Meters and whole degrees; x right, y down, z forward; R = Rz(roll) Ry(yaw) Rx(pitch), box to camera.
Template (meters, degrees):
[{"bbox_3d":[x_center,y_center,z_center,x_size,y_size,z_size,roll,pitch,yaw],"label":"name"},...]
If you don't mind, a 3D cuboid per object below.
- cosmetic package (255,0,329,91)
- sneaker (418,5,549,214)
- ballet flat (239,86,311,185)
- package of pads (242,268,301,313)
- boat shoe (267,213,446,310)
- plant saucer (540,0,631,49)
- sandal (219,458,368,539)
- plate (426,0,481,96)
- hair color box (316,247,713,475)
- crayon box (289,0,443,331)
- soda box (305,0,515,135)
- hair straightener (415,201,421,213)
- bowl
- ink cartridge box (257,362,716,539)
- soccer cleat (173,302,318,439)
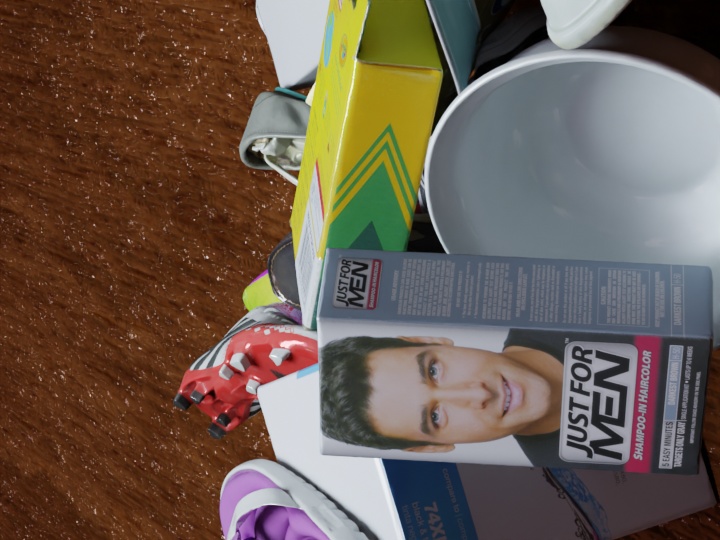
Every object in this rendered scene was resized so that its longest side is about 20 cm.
[{"bbox_3d":[0.001,-0.196,1.659,0.200,0.081,0.113,-27,77,66],"label":"cosmetic package"},{"bbox_3d":[0.098,-0.049,1.527,0.115,0.075,0.200,63,149,33],"label":"sneaker"},{"bbox_3d":[0.005,-0.068,1.664,0.200,0.064,0.067,15,162,38],"label":"ballet flat"},{"bbox_3d":[0.013,0.068,1.727,0.200,0.068,0.154,58,155,1],"label":"package of pads"},{"bbox_3d":[0.000,0.000,1.565,0.200,0.073,0.075,-5,106,52],"label":"boat shoe"},{"bbox_3d":[0.131,-0.205,1.262,0.200,0.050,0.200,-57,11,17],"label":"plant saucer"},{"bbox_3d":[-0.049,0.158,1.498,0.203,0.050,0.083,9,112,64],"label":"sandal"},{"bbox_3d":[0.032,-0.186,1.356,0.200,0.026,0.201,-19,-90,-86],"label":"plate"},{"bbox_3d":[0.079,0.047,1.348,0.061,0.199,0.099,-82,-7,-50],"label":"hair color box"},{"bbox_3d":[0.004,-0.080,1.436,0.127,0.051,0.200,-99,17,-58],"label":"crayon box"},{"bbox_3d":[0.048,-0.161,1.496,0.068,0.064,0.200,37,124,10],"label":"soda box"},{"bbox_3d":[0.057,0.006,1.708,0.200,0.041,0.077,43,159,42],"label":"hair straightener"},{"bbox_3d":[0.141,-0.056,1.364,0.090,0.201,0.201,-64,-10,-46],"label":"bowl"},{"bbox_3d":[0.072,0.101,1.511,0.147,0.200,0.146,-25,81,66],"label":"ink cartridge box"},{"bbox_3d":[-0.054,0.052,1.657,0.069,0.085,0.200,40,154,-11],"label":"soccer cleat"}]
